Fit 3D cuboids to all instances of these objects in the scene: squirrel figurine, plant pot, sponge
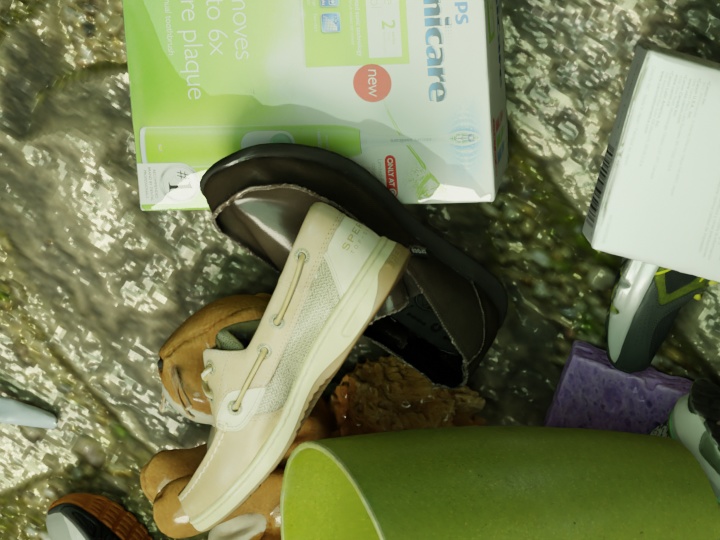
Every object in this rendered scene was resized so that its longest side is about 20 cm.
[{"bbox_3d":[-0.027,0.102,1.617,0.200,0.142,0.187,-8,93,-3],"label":"squirrel figurine"},{"bbox_3d":[0.084,0.157,1.494,0.200,0.187,0.187,-14,105,-20],"label":"plant pot"},{"bbox_3d":[0.197,0.124,1.622,0.200,0.030,0.112,19,108,3],"label":"sponge"}]

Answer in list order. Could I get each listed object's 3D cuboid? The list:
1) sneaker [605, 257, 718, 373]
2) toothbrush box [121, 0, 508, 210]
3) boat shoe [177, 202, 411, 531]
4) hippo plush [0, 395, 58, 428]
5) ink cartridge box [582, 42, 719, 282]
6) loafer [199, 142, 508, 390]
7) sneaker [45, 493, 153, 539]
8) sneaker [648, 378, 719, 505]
[{"bbox_3d":[0.200,-0.024,1.558,0.085,0.074,0.200,26,107,1],"label":"sneaker"},{"bbox_3d":[-0.023,-0.114,1.565,0.200,0.086,0.146,-1,106,8],"label":"toothbrush box"},{"bbox_3d":[-0.049,0.051,1.493,0.065,0.072,0.200,33,118,-2],"label":"boat shoe"},{"bbox_3d":[-0.299,0.047,1.613,0.159,0.161,0.200,-20,101,14],"label":"hippo plush"},{"bbox_3d":[0.228,-0.041,1.501,0.200,0.050,0.109,15,99,-4],"label":"ink cartridge box"},{"bbox_3d":[0.000,0.000,1.527,0.200,0.071,0.073,29,135,-25],"label":"loafer"},{"bbox_3d":[-0.144,0.229,1.686,0.092,0.076,0.200,-27,98,20],"label":"sneaker"},{"bbox_3d":[0.213,0.159,1.586,0.089,0.077,0.200,-31,95,30],"label":"sneaker"}]
